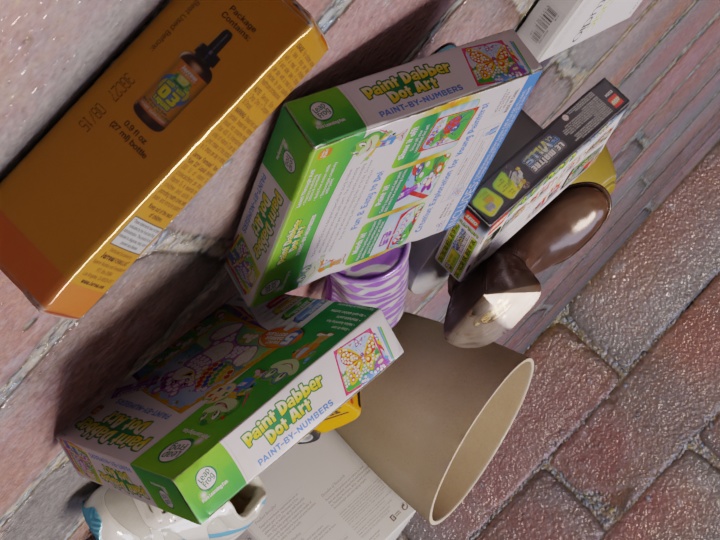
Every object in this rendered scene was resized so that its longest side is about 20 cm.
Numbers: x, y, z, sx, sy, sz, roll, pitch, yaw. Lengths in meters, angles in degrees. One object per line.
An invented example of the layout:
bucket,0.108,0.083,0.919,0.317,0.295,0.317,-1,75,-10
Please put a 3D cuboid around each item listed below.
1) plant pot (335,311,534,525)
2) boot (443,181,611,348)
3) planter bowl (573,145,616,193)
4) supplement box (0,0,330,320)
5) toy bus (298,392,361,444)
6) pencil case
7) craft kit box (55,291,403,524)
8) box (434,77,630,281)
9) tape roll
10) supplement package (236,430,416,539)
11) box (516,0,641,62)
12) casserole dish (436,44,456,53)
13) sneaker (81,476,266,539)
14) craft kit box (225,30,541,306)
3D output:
plant pot,0.039,0.117,1.604,0.188,0.199,0.188,-50,160,-25
boot,0.156,-0.006,1.482,0.186,0.064,0.200,-36,-174,10
planter bowl,0.246,-0.097,1.946,0.200,0.083,0.201,-43,168,-11
supplement box,-0.107,-0.069,0.830,0.200,0.067,0.069,-46,169,3
toy bus,-0.094,0.110,1.316,0.199,0.066,0.078,-20,150,25
pencil case,0.000,0.000,1.423,0.085,0.085,0.200,-11,162,-5
craft kit box,-0.099,0.091,1.178,0.197,0.049,0.199,-42,-156,-25
box,0.156,-0.082,1.469,0.200,0.035,0.110,-40,167,-27
tape roll,0.096,-0.070,1.546,0.200,0.066,0.200,-44,167,-12
supplement package,-0.077,0.244,1.653,0.152,0.200,0.151,-39,167,-31
box,0.225,-0.265,1.421,0.200,0.036,0.145,-33,163,-51
casserole dish,0.053,-0.113,1.323,0.121,0.039,0.200,-46,168,-2
sneaker,-0.167,0.208,1.449,0.081,0.077,0.199,-42,155,24
craft kit box,0.013,-0.071,1.169,0.197,0.049,0.200,-24,158,-31
